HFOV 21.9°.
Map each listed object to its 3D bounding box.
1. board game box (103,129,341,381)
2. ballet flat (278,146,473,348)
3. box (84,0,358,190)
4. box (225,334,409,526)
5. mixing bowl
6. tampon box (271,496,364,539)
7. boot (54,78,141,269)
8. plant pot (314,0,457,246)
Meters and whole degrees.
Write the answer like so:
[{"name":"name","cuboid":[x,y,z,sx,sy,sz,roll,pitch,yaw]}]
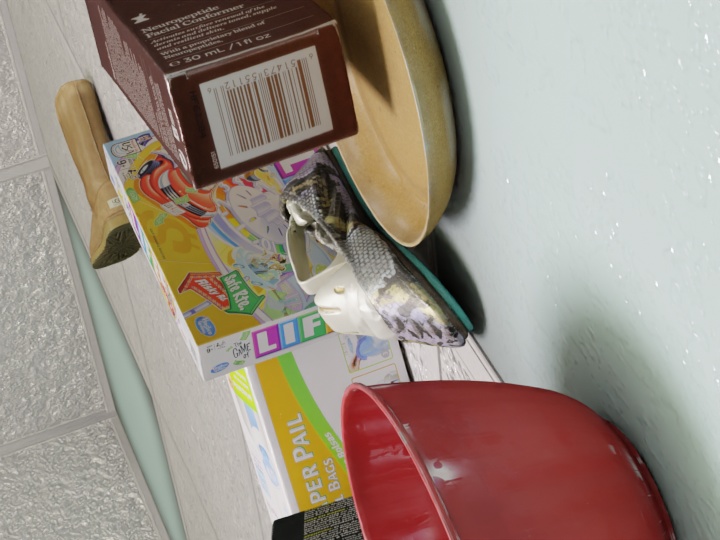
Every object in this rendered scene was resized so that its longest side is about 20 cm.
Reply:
[{"name":"board game box","cuboid":[-0.071,-0.029,1.184,0.034,0.134,0.200,84,162,-46]},{"name":"ballet flat","cuboid":[0.000,0.000,1.066,0.200,0.072,0.072,-125,20,-53]},{"name":"box","cuboid":[-0.084,-0.128,1.051,0.200,0.100,0.075,-133,26,-57]},{"name":"box","cuboid":[-0.017,0.118,1.237,0.112,0.101,0.200,-154,46,-73]},{"name":"mixing bowl","cuboid":[0.076,0.129,0.842,0.200,0.108,0.201,161,90,-77]},{"name":"tampon box","cuboid":[0.025,0.222,1.067,0.200,0.126,0.150,-94,-13,-81]},{"name":"boot","cuboid":[-0.337,-0.120,2.372,0.200,0.066,0.175,67,155,15]},{"name":"plant pot","cuboid":[0.007,-0.111,0.977,0.200,0.027,0.201,162,90,-78]}]
